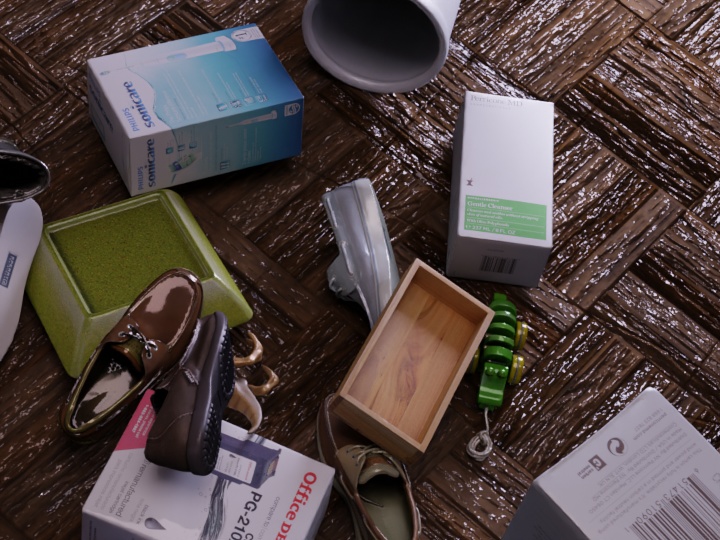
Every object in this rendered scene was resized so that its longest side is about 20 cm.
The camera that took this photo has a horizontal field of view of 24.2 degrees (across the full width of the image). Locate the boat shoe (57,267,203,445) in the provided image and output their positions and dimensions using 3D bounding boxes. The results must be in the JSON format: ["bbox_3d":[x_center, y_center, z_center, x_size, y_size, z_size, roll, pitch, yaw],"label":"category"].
[{"bbox_3d":[-0.214,0.082,1.601,0.072,0.068,0.200,32,79,2],"label":"boat shoe"}]

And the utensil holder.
[{"bbox_3d":[0.037,-0.334,1.929,0.169,0.170,0.200,16,53,0],"label":"utensil holder"}]

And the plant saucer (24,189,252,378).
[{"bbox_3d":[-0.237,-0.003,1.707,0.199,0.048,0.200,-19,52,-21],"label":"plant saucer"}]

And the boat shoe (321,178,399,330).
[{"bbox_3d":[0.000,-0.001,1.768,0.071,0.070,0.201,-16,63,7],"label":"boat shoe"}]

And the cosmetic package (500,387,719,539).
[{"bbox_3d":[0.246,0.251,1.556,0.165,0.200,0.165,-33,69,-28],"label":"cosmetic package"}]

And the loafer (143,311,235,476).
[{"bbox_3d":[-0.160,0.107,1.552,0.071,0.073,0.200,-1,34,6],"label":"loafer"}]

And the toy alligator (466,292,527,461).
[{"bbox_3d":[0.138,0.097,1.727,0.059,0.054,0.200,12,55,-2],"label":"toy alligator"}]

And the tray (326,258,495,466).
[{"bbox_3d":[0.052,0.088,1.655,0.099,0.037,0.200,35,50,-4],"label":"tray"}]

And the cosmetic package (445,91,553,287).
[{"bbox_3d":[0.153,-0.090,1.837,0.107,0.085,0.201,6,57,-3],"label":"cosmetic package"}]

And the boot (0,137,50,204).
[{"bbox_3d":[-0.409,-0.099,1.679,0.181,0.073,0.200,-7,17,-14],"label":"boot"}]

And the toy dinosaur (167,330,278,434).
[{"bbox_3d":[-0.127,0.118,1.653,0.106,0.061,0.200,-31,38,-31],"label":"toy dinosaur"}]

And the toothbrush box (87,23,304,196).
[{"bbox_3d":[-0.180,-0.177,1.816,0.199,0.085,0.147,-15,48,-21],"label":"toothbrush box"}]

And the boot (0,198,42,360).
[{"bbox_3d":[-0.389,0.018,1.685,0.090,0.073,0.201,3,66,36],"label":"boot"}]

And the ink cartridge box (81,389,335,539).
[{"bbox_3d":[-0.141,0.222,1.573,0.199,0.084,0.145,22,55,5],"label":"ink cartridge box"}]

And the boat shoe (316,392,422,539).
[{"bbox_3d":[0.015,0.201,1.623,0.075,0.074,0.200,-14,60,-19],"label":"boat shoe"}]
